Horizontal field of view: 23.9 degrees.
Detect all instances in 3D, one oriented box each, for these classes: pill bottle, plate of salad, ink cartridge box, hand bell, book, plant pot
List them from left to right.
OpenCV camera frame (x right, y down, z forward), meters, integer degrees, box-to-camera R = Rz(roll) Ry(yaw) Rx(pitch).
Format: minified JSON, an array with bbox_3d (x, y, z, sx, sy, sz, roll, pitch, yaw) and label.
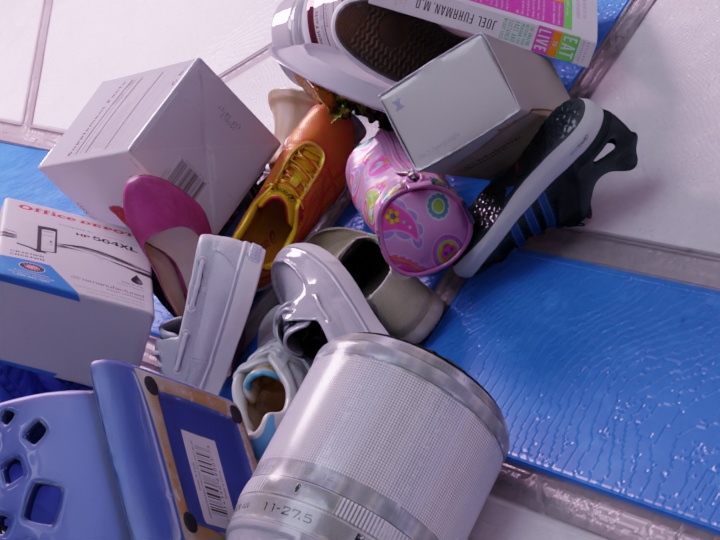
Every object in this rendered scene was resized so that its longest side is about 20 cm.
[{"bbox_3d":[-0.265,0.019,1.525,0.200,0.144,0.085,-112,39,-66],"label":"ink cartridge box"},{"bbox_3d":[-0.179,0.188,1.289,0.179,0.200,0.202,-29,62,19],"label":"plant pot"},{"bbox_3d":[-0.076,-0.062,1.623,0.103,0.104,0.202,4,67,47],"label":"hand bell"},{"bbox_3d":[0.006,-0.160,1.559,0.200,0.198,0.049,42,116,55],"label":"plate of salad"},{"bbox_3d":[0.014,-0.246,1.686,0.198,0.114,0.115,-9,46,39],"label":"pill bottle"},{"bbox_3d":[0.110,-0.243,1.503,0.134,0.198,0.048,-78,5,-62],"label":"book"}]

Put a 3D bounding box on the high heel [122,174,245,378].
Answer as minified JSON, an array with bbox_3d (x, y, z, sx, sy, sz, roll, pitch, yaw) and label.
[{"bbox_3d":[-0.156,0.007,1.507,0.067,0.201,0.097,-16,45,5],"label":"high heel"}]

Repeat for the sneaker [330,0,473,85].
[{"bbox_3d":[0.057,-0.195,1.542,0.085,0.198,0.074,-157,84,-71],"label":"sneaker"}]

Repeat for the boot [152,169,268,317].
[{"bbox_3d":[-0.147,-0.044,1.668,0.130,0.068,0.201,-34,33,16],"label":"boot"}]

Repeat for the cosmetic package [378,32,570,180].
[{"bbox_3d":[0.104,-0.132,1.406,0.103,0.074,0.200,-30,-9,20],"label":"cosmetic package"}]

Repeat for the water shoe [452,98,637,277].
[{"bbox_3d":[0.149,-0.050,1.385,0.200,0.078,0.072,-49,21,39],"label":"water shoe"}]

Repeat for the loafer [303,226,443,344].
[{"bbox_3d":[0.000,0.000,1.475,0.076,0.068,0.199,-48,35,-9],"label":"loafer"}]

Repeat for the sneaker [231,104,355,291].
[{"bbox_3d":[-0.056,-0.070,1.549,0.077,0.072,0.202,113,-177,-71],"label":"sneaker"}]

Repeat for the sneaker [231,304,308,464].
[{"bbox_3d":[-0.064,0.089,1.433,0.076,0.081,0.201,-31,35,18],"label":"sneaker"}]

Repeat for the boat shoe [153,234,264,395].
[{"bbox_3d":[-0.141,0.062,1.460,0.072,0.068,0.202,-76,6,-62],"label":"boat shoe"}]

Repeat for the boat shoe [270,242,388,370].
[{"bbox_3d":[-0.034,0.050,1.397,0.201,0.068,0.072,56,141,37],"label":"boat shoe"}]

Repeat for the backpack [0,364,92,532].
[{"bbox_3d":[-0.336,0.113,1.572,0.168,0.200,0.162,-44,34,-3],"label":"backpack"}]

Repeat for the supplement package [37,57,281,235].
[{"bbox_3d":[-0.195,-0.109,1.621,0.199,0.121,0.120,-3,48,56],"label":"supplement package"}]

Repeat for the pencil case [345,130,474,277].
[{"bbox_3d":[0.039,-0.062,1.448,0.087,0.088,0.200,-39,17,5],"label":"pencil case"}]

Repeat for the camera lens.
[{"bbox_3d":[0.005,0.159,1.219,0.159,0.160,0.201,1,53,45],"label":"camera lens"}]
